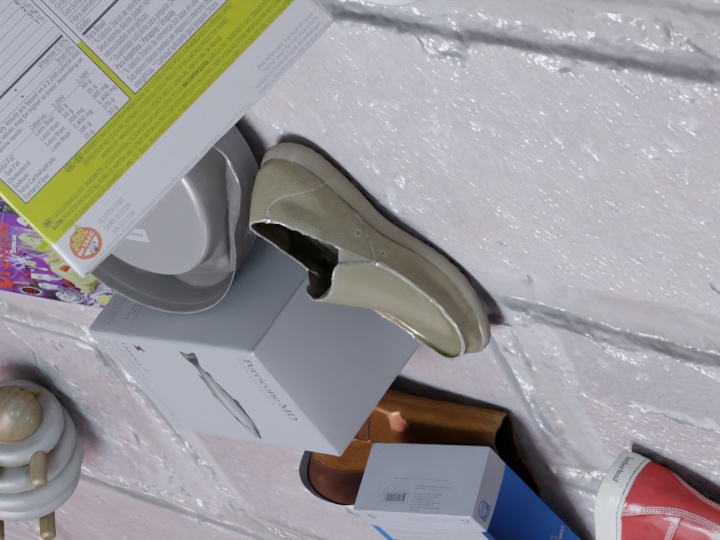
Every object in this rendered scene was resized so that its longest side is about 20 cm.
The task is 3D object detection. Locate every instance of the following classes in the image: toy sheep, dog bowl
[{"bbox_3d":[-0.323,0.179,2.421,0.138,0.138,0.200,29,143,17],"label":"toy sheep"},{"bbox_3d":[-0.152,-0.066,1.789,0.200,0.059,0.200,26,142,22],"label":"dog bowl"}]

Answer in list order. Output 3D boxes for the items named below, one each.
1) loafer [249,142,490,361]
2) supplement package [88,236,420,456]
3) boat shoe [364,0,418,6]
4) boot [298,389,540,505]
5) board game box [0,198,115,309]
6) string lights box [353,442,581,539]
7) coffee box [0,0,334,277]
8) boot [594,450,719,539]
[{"bbox_3d":[0.000,0.000,1.735,0.200,0.068,0.076,40,156,-9],"label":"loafer"},{"bbox_3d":[-0.077,0.046,1.863,0.200,0.117,0.117,4,140,50],"label":"supplement package"},{"bbox_3d":[-0.036,-0.219,1.379,0.200,0.071,0.069,37,158,1],"label":"boat shoe"},{"bbox_3d":[0.049,0.141,1.971,0.200,0.069,0.188,12,144,25],"label":"boot"},{"bbox_3d":[-0.231,-0.021,1.963,0.120,0.032,0.200,15,159,-6],"label":"board game box"},{"bbox_3d":[0.090,0.199,1.922,0.103,0.059,0.200,0,151,33],"label":"string lights box"},{"bbox_3d":[-0.167,-0.149,1.452,0.198,0.200,0.200,45,178,-17],"label":"coffee box"},{"bbox_3d":[0.241,0.221,1.821,0.144,0.072,0.200,24,150,22],"label":"boot"}]
